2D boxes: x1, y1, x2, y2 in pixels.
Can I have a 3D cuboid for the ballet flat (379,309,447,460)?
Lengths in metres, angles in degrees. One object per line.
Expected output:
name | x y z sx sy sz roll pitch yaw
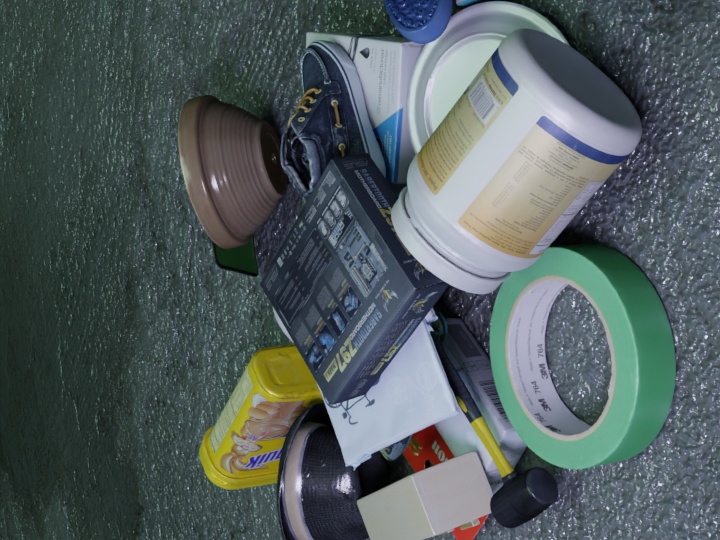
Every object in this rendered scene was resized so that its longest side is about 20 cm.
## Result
ballet flat | 0.030 0.122 1.237 0.074 0.074 0.201 49 133 44

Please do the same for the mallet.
mallet | 0.121 0.146 1.119 0.066 0.041 0.201 -35 77 45

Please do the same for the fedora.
fedora | -0.022 0.256 1.374 0.091 0.200 0.202 2 97 25

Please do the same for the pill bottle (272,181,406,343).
pill bottle | 0.000 0.000 1.286 0.200 0.116 0.117 -45 55 34

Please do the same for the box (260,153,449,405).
box | -0.011 0.011 1.133 0.158 0.051 0.200 58 139 24

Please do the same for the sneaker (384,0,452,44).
sneaker | 0.065 -0.276 1.161 0.070 0.078 0.201 -26 42 19

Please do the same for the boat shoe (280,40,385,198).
boat shoe | -0.045 -0.161 1.219 0.071 0.090 0.201 -53 49 46

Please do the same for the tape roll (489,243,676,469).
tape roll | 0.196 0.077 1.064 0.200 0.048 0.202 12 104 58

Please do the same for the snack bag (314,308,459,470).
snack bag | 0.013 0.081 1.184 0.188 0.021 0.201 -34 72 43

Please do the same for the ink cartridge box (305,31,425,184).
ink cartridge box | 0.019 -0.182 1.283 0.200 0.085 0.147 21 112 54

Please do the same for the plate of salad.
plate of salad | 0.131 -0.156 1.129 0.199 0.048 0.201 6 101 36

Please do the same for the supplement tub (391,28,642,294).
supplement tub | 0.130 -0.091 1.020 0.200 0.144 0.145 -52 50 29

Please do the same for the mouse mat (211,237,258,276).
mouse mat | -0.180 -0.094 1.589 0.007 0.161 0.201 -13 81 13

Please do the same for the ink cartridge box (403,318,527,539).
ink cartridge box | 0.094 0.177 1.244 0.160 0.047 0.201 56 136 39

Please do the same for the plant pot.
plant pot | -0.155 -0.136 1.524 0.092 0.201 0.202 -13 80 14

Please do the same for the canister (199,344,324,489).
canister | -0.104 0.182 1.476 0.200 0.148 0.087 -59 46 41

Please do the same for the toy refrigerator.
toy refrigerator | 0.066 0.248 1.227 0.070 0.076 0.200 68 158 12

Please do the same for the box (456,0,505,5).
box | 0.158 -0.310 1.069 0.200 0.049 0.083 -12 85 59
